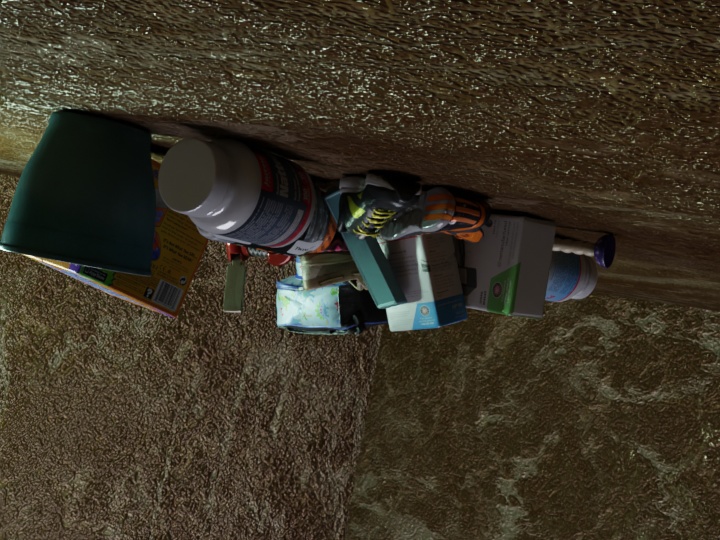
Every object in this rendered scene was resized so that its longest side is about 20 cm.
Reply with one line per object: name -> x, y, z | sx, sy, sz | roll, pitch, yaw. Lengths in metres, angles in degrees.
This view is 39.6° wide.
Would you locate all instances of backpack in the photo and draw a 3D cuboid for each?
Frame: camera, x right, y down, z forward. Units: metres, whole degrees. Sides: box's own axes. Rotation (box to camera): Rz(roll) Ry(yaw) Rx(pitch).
backpack -> -0.049, 0.036, 1.791 | 0.198, 0.149, 0.182 | -4, -178, 34

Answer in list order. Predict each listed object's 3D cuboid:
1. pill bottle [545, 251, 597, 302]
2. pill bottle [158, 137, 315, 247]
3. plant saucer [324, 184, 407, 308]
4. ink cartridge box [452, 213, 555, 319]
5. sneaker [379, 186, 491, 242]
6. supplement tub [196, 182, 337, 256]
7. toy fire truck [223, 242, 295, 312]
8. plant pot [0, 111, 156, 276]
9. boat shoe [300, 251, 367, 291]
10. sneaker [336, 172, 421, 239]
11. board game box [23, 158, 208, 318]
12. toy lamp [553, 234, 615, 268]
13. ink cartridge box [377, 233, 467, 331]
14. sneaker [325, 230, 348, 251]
pill bottle -> 0.317, -0.005, 1.726 | 0.199, 0.110, 0.108 | 12, 178, -39
pill bottle -> -0.155, -0.100, 1.260 | 0.119, 0.121, 0.199 | 10, 179, 30
plant saucer -> 0.004, -0.033, 1.492 | 0.019, 0.202, 0.070 | -28, -174, -30
ink cartridge box -> 0.187, -0.013, 1.529 | 0.083, 0.147, 0.199 | 7, -179, -42
sneaker -> 0.105, -0.069, 1.394 | 0.111, 0.078, 0.199 | 13, 178, -31
supplement tub -> -0.139, -0.091, 1.505 | 0.199, 0.124, 0.122 | 12, 178, -35
toy fire truck -> -0.181, -0.035, 1.749 | 0.174, 0.202, 0.129 | 10, -150, 24
plant pot -> -0.358, -0.103, 1.314 | 0.198, 0.190, 0.200 | 10, 179, 0
boat shoe -> 0.000, 0.000, 1.612 | 0.198, 0.065, 0.071 | -4, 177, -16
sneaker -> 0.023, -0.082, 1.342 | 0.074, 0.086, 0.200 | 10, 179, -20
board game box -> -0.377, -0.070, 1.561 | 0.199, 0.202, 0.199 | 15, 169, 42
toy lamp -> 0.290, -0.042, 1.546 | 0.198, 0.059, 0.058 | 9, 178, 34
ink cartridge box -> 0.084, -0.015, 1.510 | 0.066, 0.202, 0.115 | -12, -177, -39
sneaker -> -0.037, -0.078, 1.634 | 0.198, 0.097, 0.079 | -3, -179, 8
